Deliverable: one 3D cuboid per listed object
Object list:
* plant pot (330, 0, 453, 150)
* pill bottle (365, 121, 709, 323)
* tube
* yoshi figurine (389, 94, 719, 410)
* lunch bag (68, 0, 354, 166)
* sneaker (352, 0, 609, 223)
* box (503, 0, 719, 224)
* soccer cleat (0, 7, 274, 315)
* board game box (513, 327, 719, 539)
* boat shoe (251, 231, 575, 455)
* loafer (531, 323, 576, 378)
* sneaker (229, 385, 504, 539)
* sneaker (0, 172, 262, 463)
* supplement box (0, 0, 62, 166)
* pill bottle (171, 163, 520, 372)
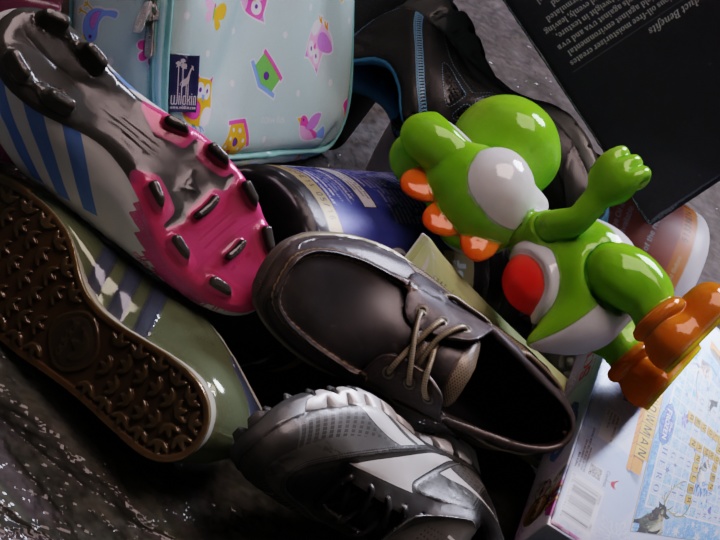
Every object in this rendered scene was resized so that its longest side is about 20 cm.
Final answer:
[{"bbox_3d":[-0.037,-0.221,1.818,0.199,0.200,0.177,38,-5,5],"label":"plant pot"},{"bbox_3d":[0.104,-0.032,1.835,0.199,0.112,0.112,30,26,-11],"label":"pill bottle"},{"bbox_3d":[0.063,0.051,1.639,0.200,0.052,0.058,37,49,-47],"label":"tube"},{"bbox_3d":[0.111,-0.026,1.618,0.200,0.113,0.112,40,12,7],"label":"yoshi figurine"},{"bbox_3d":[-0.077,-0.139,1.620,0.077,0.161,0.200,8,7,30],"label":"lunch bag"},{"bbox_3d":[0.064,-0.076,1.736,0.082,0.073,0.200,-27,55,-28],"label":"sneaker"},{"bbox_3d":[0.175,-0.152,1.781,0.199,0.123,0.200,57,14,-2],"label":"box"},{"bbox_3d":[-0.125,-0.053,1.530,0.200,0.086,0.070,47,59,-12],"label":"soccer cleat"},{"bbox_3d":[0.194,0.129,1.655,0.199,0.041,0.200,35,46,-12],"label":"board game box"},{"bbox_3d":[0.036,0.038,1.539,0.199,0.075,0.073,26,-4,-31],"label":"boat shoe"},{"bbox_3d":[0.170,0.091,1.756,0.070,0.070,0.200,-7,56,-46],"label":"loafer"},{"bbox_3d":[0.014,0.116,1.504,0.200,0.066,0.091,24,30,-53],"label":"sneaker"},{"bbox_3d":[-0.126,0.029,1.523,0.200,0.067,0.090,44,13,26],"label":"sneaker"},{"bbox_3d":[-0.232,-0.157,1.629,0.130,0.104,0.200,11,31,-12],"label":"supplement box"},{"bbox_3d":[0.000,0.000,1.656,0.199,0.112,0.112,1,41,-48],"label":"pill bottle"}]
